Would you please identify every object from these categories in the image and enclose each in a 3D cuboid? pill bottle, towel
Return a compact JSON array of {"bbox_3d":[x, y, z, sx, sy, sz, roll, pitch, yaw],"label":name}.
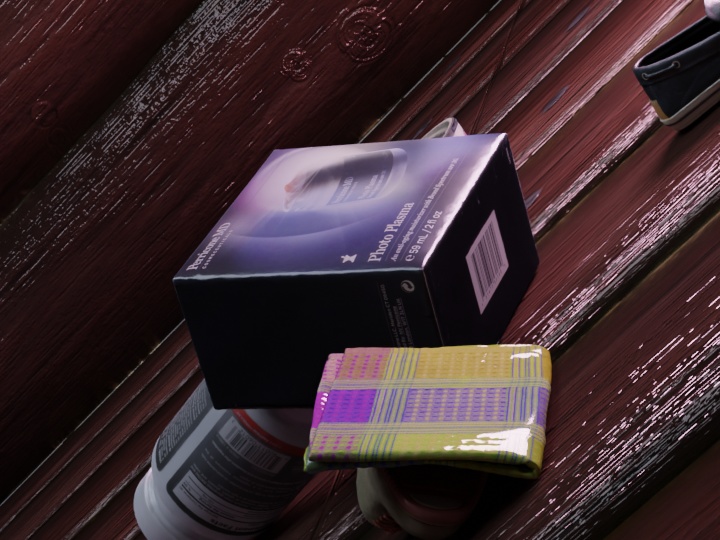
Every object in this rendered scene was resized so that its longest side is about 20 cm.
[{"bbox_3d":[-0.095,0.141,1.682,0.200,0.116,0.116,-50,4,39],"label":"pill bottle"},{"bbox_3d":[0.044,0.083,1.290,0.200,0.143,0.023,-74,-17,-73],"label":"towel"}]

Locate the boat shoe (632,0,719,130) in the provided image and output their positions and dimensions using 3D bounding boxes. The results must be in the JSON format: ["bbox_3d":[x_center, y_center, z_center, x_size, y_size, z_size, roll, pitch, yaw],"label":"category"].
[{"bbox_3d":[0.275,-0.182,1.526,0.200,0.062,0.075,-42,7,29],"label":"boat shoe"}]

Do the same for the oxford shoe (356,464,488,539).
[{"bbox_3d":[0.034,0.133,1.310,0.200,0.070,0.075,-101,24,-76],"label":"oxford shoe"}]

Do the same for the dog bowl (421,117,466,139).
[{"bbox_3d":[0.049,-0.053,2.087,0.200,0.074,0.200,-47,7,8],"label":"dog bowl"}]

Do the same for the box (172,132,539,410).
[{"bbox_3d":[0.000,0.000,1.557,0.198,0.123,0.200,-3,30,25],"label":"box"}]
